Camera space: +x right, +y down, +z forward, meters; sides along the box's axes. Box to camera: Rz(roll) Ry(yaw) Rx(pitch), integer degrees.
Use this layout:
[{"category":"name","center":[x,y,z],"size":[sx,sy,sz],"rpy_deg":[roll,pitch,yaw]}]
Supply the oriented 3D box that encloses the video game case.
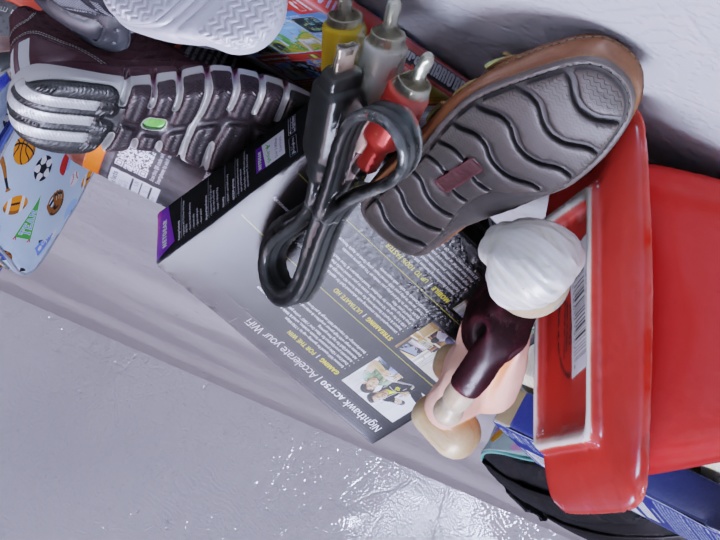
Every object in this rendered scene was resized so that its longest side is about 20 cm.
[{"category":"video game case","center":[0.006,-0.109,1.035],"size":[0.199,0.018,0.143],"rpy_deg":[30,168,-29]}]

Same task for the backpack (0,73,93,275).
[{"category":"backpack","center":[-0.283,-0.097,1.321],"size":[0.153,0.201,0.191],"rpy_deg":[14,160,25]}]

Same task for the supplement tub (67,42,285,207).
[{"category":"supplement tub","center":[-0.112,-0.093,1.142],"size":[0.199,0.107,0.107],"rpy_deg":[26,170,-6]}]

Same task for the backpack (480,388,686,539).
[{"category":"backpack","center":[0.204,0.143,1.459],"size":[0.175,0.154,0.199],"rpy_deg":[33,157,-32]}]

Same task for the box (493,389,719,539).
[{"category":"box","center":[0.191,0.143,1.200],"size":[0.199,0.033,0.121],"rpy_deg":[27,172,25]}]

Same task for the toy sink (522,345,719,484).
[{"category":"toy sink","center":[0.215,0.073,1.200],"size":[0.199,0.113,0.130],"rpy_deg":[22,170,15]}]

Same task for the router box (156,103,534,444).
[{"category":"router box","center":[0.000,0.000,1.078],"size":[0.200,0.149,0.051],"rpy_deg":[43,-154,-31]}]

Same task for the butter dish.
[{"category":"butter dish","center":[0.177,0.030,0.978],"size":[0.147,0.201,0.199],"rpy_deg":[2,172,-6]}]

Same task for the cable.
[{"category":"cable","center":[-0.004,-0.047,0.955],"size":[0.097,0.050,0.201],"rpy_deg":[48,143,32]}]

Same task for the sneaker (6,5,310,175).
[{"category":"sneaker","center":[-0.111,-0.122,1.060],"size":[0.199,0.116,0.076],"rpy_deg":[7,136,-30]}]

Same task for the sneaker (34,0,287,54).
[{"category":"sneaker","center":[-0.110,-0.152,0.944],"size":[0.199,0.076,0.114],"rpy_deg":[27,172,22]}]

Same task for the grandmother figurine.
[{"category":"grandmother figurine","center":[0.076,0.028,0.982],"size":[0.060,0.122,0.200],"rpy_deg":[16,154,-3]}]

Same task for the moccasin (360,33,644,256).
[{"category":"moccasin","center":[0.075,-0.069,0.921],"size":[0.074,0.078,0.201],"rpy_deg":[39,148,-6]}]

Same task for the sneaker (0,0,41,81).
[{"category":"sneaker","center":[-0.194,-0.121,1.250],"size":[0.077,0.082,0.200],"rpy_deg":[16,166,39]}]
